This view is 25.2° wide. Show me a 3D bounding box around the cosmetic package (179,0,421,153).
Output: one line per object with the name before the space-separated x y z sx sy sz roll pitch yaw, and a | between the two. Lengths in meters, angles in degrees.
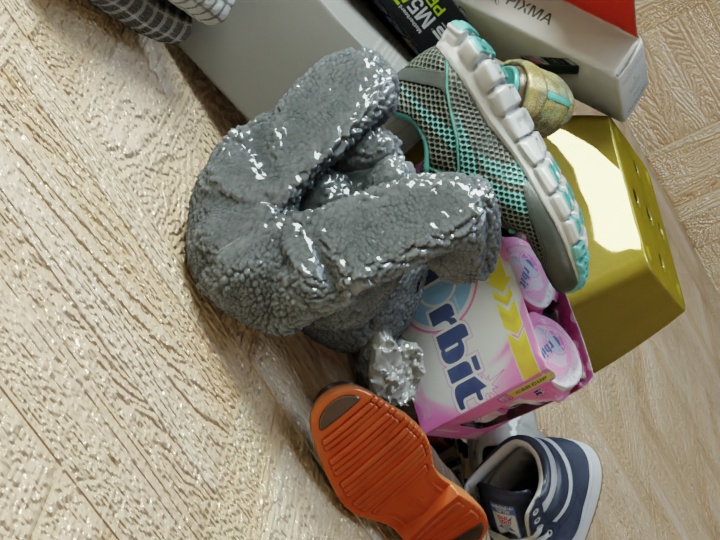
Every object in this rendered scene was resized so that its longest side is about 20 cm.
cosmetic package | -0.043 -0.156 1.161 0.200 0.107 0.090 44 22 -11

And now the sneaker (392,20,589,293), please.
sneaker | 0.085 -0.066 1.101 0.200 0.091 0.078 61 14 1

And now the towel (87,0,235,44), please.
towel | -0.169 -0.259 1.047 0.166 0.086 0.200 24 45 -62

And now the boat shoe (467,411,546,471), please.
boat shoe | 0.123 0.163 1.299 0.202 0.075 0.086 77 12 -60

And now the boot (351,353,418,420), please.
boot | 0.000 0.000 1.233 0.186 0.064 0.200 50 28 -33

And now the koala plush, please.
koala plush | -0.014 -0.007 1.074 0.177 0.184 0.200 55 -7 26

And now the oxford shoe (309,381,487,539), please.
oxford shoe | 0.015 0.129 1.104 0.200 0.071 0.073 54 0 -43

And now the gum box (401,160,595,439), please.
gum box | 0.080 0.018 1.165 0.066 0.113 0.200 11 55 -49

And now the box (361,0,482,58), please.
box | 0.000 -0.234 1.203 0.200 0.044 0.160 49 -2 -24

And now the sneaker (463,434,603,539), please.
sneaker | 0.119 0.216 1.186 0.108 0.070 0.200 23 74 -53

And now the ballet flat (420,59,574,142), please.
ballet flat | 0.092 -0.124 1.221 0.071 0.071 0.200 59 -21 -18

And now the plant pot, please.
plant pot | 0.152 -0.019 1.313 0.200 0.176 0.200 35 40 -60

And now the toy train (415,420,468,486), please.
toy train | 0.061 0.130 1.262 0.046 0.034 0.200 44 27 -42

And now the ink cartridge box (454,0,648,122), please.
ink cartridge box | 0.119 -0.202 1.221 0.200 0.044 0.174 31 -7 19
